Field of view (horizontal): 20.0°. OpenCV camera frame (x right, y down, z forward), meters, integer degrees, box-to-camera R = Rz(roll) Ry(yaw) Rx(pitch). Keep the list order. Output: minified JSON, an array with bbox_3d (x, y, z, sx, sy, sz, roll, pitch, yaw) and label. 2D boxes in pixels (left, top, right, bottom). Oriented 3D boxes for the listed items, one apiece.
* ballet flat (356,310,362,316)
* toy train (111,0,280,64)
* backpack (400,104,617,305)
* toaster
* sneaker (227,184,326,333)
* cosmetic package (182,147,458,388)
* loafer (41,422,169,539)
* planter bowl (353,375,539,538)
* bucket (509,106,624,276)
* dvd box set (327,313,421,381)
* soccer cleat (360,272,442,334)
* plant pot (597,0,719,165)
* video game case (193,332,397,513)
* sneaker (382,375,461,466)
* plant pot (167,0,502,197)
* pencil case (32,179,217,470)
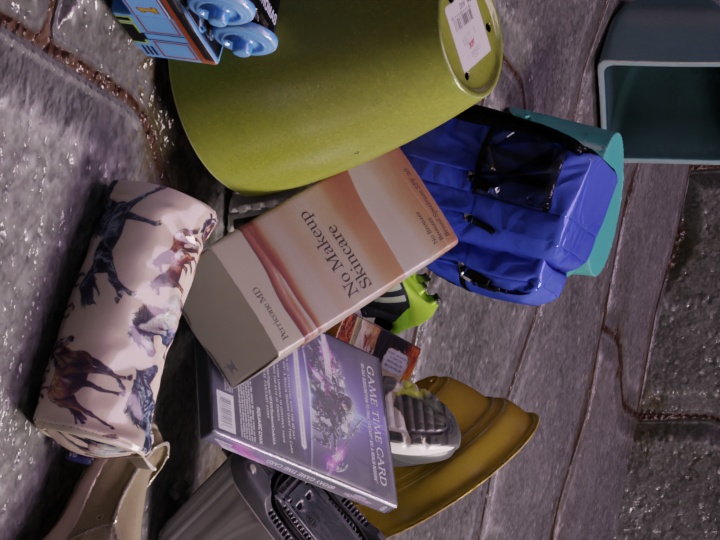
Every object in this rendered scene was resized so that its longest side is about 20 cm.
[{"bbox_3d":[-0.019,0.102,1.905,0.046,0.067,0.201,-35,138,-28],"label":"ballet flat"},{"bbox_3d":[-0.117,-0.203,1.338,0.200,0.114,0.087,55,43,-66],"label":"toy train"},{"bbox_3d":[0.112,-0.067,1.874,0.168,0.199,0.163,-68,163,-5],"label":"backpack"},{"bbox_3d":[-0.064,0.229,1.603,0.129,0.200,0.114,-39,-177,29],"label":"toaster"},{"bbox_3d":[-0.068,-0.014,1.683,0.081,0.075,0.201,-94,180,-63],"label":"sneaker"},{"bbox_3d":[-0.036,-0.007,1.556,0.200,0.104,0.087,-34,180,-35],"label":"cosmetic package"},{"bbox_3d":[-0.177,0.188,1.396,0.200,0.068,0.076,-59,174,-39],"label":"loafer"},{"bbox_3d":[0.053,0.151,1.806,0.084,0.200,0.200,57,27,-6],"label":"planter bowl"},{"bbox_3d":[0.234,-0.089,2.461,0.207,0.134,0.208,9,90,-72],"label":"bucket"},{"bbox_3d":[-0.024,0.141,1.834,0.146,0.029,0.201,31,79,-56],"label":"dvd box set"},{"bbox_3d":[0.000,0.000,1.873,0.200,0.081,0.068,47,13,-44],"label":"soccer cleat"},{"bbox_3d":[0.454,-0.294,2.983,0.197,0.195,0.200,81,15,-45],"label":"plant pot"},{"bbox_3d":[-0.051,0.099,1.604,0.200,0.019,0.143,28,43,-39],"label":"video game case"},{"bbox_3d":[-0.016,0.139,1.725,0.085,0.199,0.075,98,-2,-45],"label":"sneaker"},{"bbox_3d":[-0.005,-0.157,1.483,0.187,0.199,0.188,15,72,-55],"label":"plant pot"},{"bbox_3d":[-0.156,0.033,1.387,0.089,0.078,0.201,35,63,-42],"label":"pencil case"}]
